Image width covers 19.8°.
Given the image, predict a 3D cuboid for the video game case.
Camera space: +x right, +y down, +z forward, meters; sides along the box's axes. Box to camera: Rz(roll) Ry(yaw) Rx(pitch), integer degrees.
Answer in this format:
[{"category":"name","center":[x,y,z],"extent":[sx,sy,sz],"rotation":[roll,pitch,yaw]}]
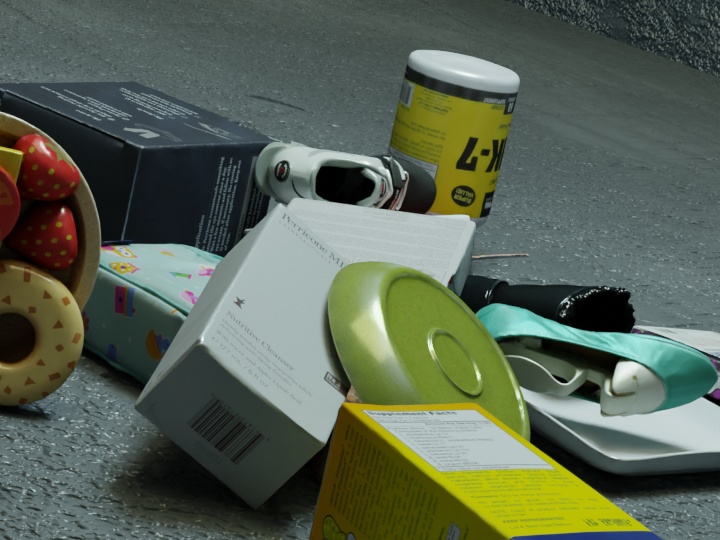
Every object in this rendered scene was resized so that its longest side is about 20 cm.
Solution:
[{"category":"video game case","center":[0.345,0.095,1.786],"extent":[0.180,0.036,0.200],"rotation":[22,8,28]}]

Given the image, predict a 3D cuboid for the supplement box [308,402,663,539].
[{"category":"supplement box","center":[0.069,0.166,1.218],"extent":[0.108,0.110,0.200],"rotation":[3,19,-33]}]

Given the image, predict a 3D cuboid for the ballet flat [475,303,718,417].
[{"category":"ballet flat","center":[0.177,0.081,1.606],"extent":[0.198,0.068,0.071],"rotation":[14,40,5]}]

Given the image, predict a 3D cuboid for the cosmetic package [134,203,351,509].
[{"category":"cosmetic package","center":[-0.063,0.054,1.402],"extent":[0.113,0.081,0.200],"rotation":[40,32,-11]}]

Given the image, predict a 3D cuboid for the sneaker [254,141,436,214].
[{"category":"sneaker","center":[0.005,-0.071,1.898],"extent":[0.199,0.075,0.088],"rotation":[4,8,-39]}]

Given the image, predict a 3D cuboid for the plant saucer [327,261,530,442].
[{"category":"plant saucer","center":[0.057,0.071,1.434],"extent":[0.200,0.031,0.201],"rotation":[40,28,-26]}]

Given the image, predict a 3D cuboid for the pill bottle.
[{"category":"pill bottle","center":[0.082,-0.107,2.029],"extent":[0.113,0.202,0.114],"rotation":[11,15,-3]}]

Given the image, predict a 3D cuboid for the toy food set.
[{"category":"toy food set","center":[-0.273,-0.011,1.392],"extent":[0.196,0.201,0.049],"rotation":[11,12,-18]}]

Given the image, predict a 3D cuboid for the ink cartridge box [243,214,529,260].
[{"category":"ink cartridge box","center":[0.024,-0.025,1.859],"extent":[0.199,0.044,0.173],"rotation":[-3,1,44]}]

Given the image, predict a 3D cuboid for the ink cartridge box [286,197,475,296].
[{"category":"ink cartridge box","center":[0.000,0.000,1.636],"extent":[0.160,0.050,0.200],"rotation":[8,22,8]}]

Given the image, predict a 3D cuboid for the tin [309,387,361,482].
[{"category":"tin","center":[0.023,0.121,1.481],"extent":[0.111,0.042,0.200],"rotation":[10,15,3]}]

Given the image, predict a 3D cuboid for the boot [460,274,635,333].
[{"category":"boot","center":[0.120,0.038,1.721],"extent":[0.162,0.074,0.197],"rotation":[5,2,44]}]

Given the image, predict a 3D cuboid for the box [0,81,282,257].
[{"category":"box","center":[-0.214,-0.091,1.882],"extent":[0.196,0.118,0.199],"rotation":[23,17,33]}]

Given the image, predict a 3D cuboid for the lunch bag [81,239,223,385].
[{"category":"lunch bag","center":[-0.122,0.037,1.579],"extent":[0.199,0.078,0.160],"rotation":[27,21,38]}]

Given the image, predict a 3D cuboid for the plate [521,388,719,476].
[{"category":"plate","center":[0.206,0.119,1.649],"extent":[0.199,0.033,0.199],"rotation":[2,19,-37]}]
